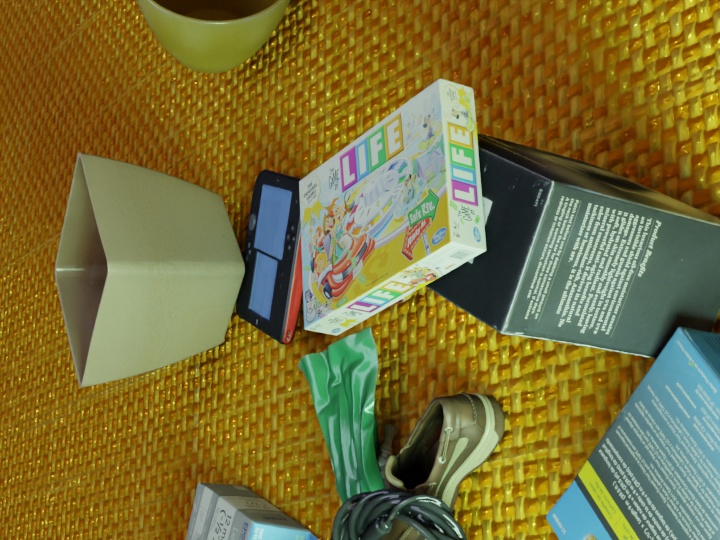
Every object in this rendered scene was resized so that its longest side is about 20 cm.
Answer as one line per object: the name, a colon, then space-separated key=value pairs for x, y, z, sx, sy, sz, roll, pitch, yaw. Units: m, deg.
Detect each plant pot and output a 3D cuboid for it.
plant pot: x=-0.177 y=-0.320 z=1.812 sx=0.142 sy=0.200 sz=0.200 roll=99 pitch=161 yaw=-55
plant pot: x=-0.247 y=0.000 z=1.791 sx=0.200 sy=0.177 sz=0.200 roll=-112 pitch=33 yaw=-41

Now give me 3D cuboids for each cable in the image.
cable: x=0.034 y=0.277 z=1.377 sx=0.163 sy=0.051 sz=0.200 roll=35 pitch=124 yaw=35

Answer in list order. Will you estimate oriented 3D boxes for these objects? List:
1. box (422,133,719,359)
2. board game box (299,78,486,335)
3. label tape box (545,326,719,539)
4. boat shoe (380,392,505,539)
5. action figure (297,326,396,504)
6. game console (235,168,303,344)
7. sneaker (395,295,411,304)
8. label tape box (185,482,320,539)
box: x=0.152 y=-0.024 z=1.183 sx=0.200 sy=0.198 sz=0.123 roll=34 pitch=108 yaw=55
board game box: x=0.020 y=-0.045 z=1.178 sx=0.200 sy=0.034 sz=0.135 roll=-32 pitch=53 yaw=49
label tape box: x=0.239 y=0.165 z=1.119 sx=0.200 sy=0.063 sz=0.144 roll=-60 pitch=38 yaw=27
boat shoe: x=0.051 y=0.188 z=1.392 sx=0.203 sy=0.075 sz=0.075 roll=-62 pitch=37 yaw=26
action figure: x=-0.001 y=0.170 z=1.498 sx=0.118 sy=0.055 sz=0.200 roll=-32 pitch=62 yaw=47
game console: x=-0.096 y=-0.020 z=1.684 sx=0.200 sy=0.031 sz=0.177 roll=-157 pitch=80 yaw=-70
sneaker: x=0.000 y=0.000 z=1.537 sx=0.200 sy=0.082 sz=0.078 roll=-128 pitch=35 yaw=-67
label tape box: x=-0.123 y=0.327 z=1.631 sx=0.200 sy=0.066 sz=0.144 roll=21 pitch=99 yaw=59
